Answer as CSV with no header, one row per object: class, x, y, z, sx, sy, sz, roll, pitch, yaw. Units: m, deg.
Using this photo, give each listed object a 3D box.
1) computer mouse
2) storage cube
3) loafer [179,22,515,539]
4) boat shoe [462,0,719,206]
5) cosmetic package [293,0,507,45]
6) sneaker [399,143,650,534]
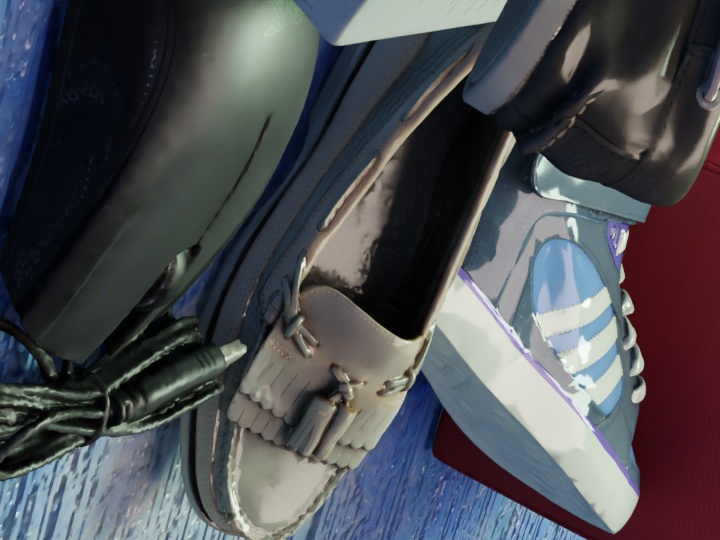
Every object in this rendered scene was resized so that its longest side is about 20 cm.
computer mouse,-0.053,-0.027,0.743,0.138,0.053,0.201,-18,130,-57
storage cube,0.163,0.019,1.074,0.171,0.179,0.201,-23,133,-56
loafer,0.000,0.000,0.843,0.072,0.063,0.201,23,90,-34
boat shoe,0.092,-0.102,0.628,0.201,0.057,0.067,-59,-170,-24
cosmetic package,0.029,-0.130,0.732,0.071,0.102,0.200,-50,163,27
sneaker,0.087,-0.005,0.967,0.147,0.080,0.200,-51,131,-13
